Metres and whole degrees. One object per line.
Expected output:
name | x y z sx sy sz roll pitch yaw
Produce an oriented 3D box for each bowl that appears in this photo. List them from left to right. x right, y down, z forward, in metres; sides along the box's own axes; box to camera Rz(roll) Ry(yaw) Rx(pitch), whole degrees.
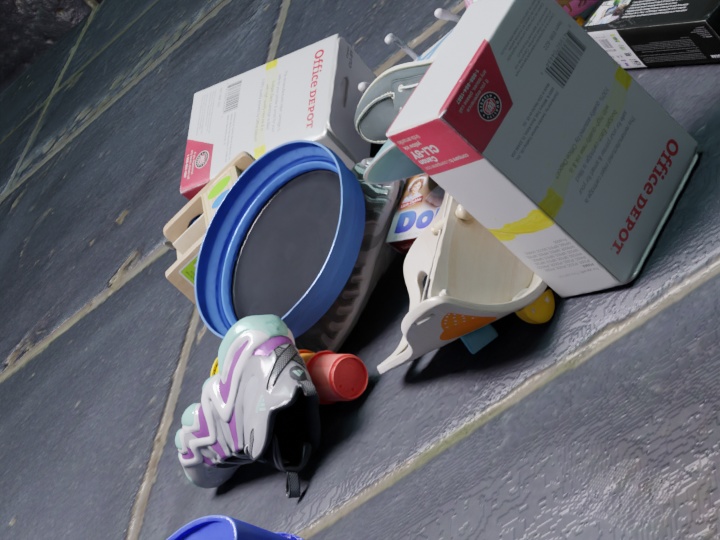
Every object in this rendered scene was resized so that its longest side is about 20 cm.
bowl | -0.073 -0.022 1.575 0.200 0.039 0.201 -28 49 37

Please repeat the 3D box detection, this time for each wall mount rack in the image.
wall mount rack | 0.076 -0.242 1.821 0.200 0.075 0.174 -43 15 26

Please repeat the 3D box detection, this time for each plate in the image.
plate | 0.089 -0.129 1.463 0.200 0.026 0.200 -25 -9 -4

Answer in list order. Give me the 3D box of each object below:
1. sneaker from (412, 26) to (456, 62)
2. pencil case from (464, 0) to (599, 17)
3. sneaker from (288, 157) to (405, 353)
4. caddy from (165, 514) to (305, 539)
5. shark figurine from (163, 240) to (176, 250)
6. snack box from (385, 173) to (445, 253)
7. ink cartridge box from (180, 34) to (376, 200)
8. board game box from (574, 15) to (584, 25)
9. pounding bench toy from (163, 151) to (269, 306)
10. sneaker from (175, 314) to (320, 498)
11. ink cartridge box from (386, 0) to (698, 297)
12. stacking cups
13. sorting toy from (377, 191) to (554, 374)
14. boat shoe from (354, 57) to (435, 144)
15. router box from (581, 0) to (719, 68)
sneaker | 0.102 -0.204 1.730 0.200 0.072 0.072 -45 15 9
pencil case | 0.195 -0.282 1.637 0.200 0.083 0.087 -30 66 12
sneaker | 0.000 0.000 1.591 0.075 0.082 0.200 26 88 33
caddy | -0.106 0.272 1.256 0.200 0.105 0.142 -40 45 18
shark figurine | -0.139 -0.104 1.999 0.214 0.090 0.128 -43 20 7
snack box | 0.107 -0.062 1.493 0.200 0.024 0.072 -10 53 47
ink cartridge box | -0.087 -0.150 1.867 0.200 0.083 0.145 -18 48 30
board game box | 0.138 -0.132 1.600 0.200 0.026 0.200 -36 24 27
pounding bench toy | -0.089 -0.049 1.749 0.200 0.124 0.156 -43 21 10
sneaker | -0.089 0.152 1.478 0.140 0.078 0.200 54 138 35
ink cartridge box | 0.141 -0.096 1.295 0.083 0.200 0.145 -16 37 58
stacking cups | -0.062 0.092 1.543 0.200 0.060 0.061 -11 42 56
sorting toy | 0.073 0.004 1.400 0.180 0.107 0.200 -40 27 49
boat shoe | 0.061 -0.161 1.664 0.200 0.073 0.062 -19 31 42
router box | 0.292 -0.244 1.465 0.149 0.051 0.200 -50 21 -13
